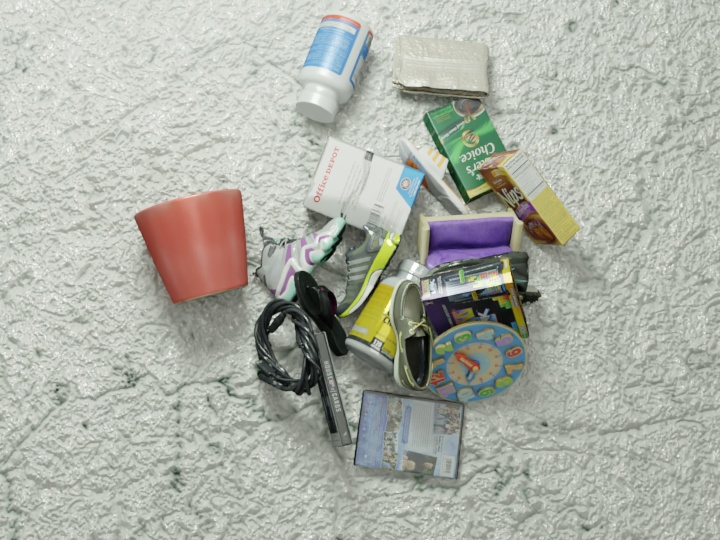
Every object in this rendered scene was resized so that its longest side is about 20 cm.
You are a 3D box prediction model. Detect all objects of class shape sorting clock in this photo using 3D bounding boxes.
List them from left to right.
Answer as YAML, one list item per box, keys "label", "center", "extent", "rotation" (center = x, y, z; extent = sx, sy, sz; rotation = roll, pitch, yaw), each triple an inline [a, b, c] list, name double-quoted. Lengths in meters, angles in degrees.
- label: "shape sorting clock"
  center: [0.212, 0.174, 1.608]
  extent: [0.199, 0.201, 0.039]
  rotation: [4, 38, -6]

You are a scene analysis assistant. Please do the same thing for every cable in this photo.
- label: "cable"
  center: [-0.125, 0.139, 1.558]
  extent: [0.051, 0.200, 0.164]
  rotation: [5, 96, -38]

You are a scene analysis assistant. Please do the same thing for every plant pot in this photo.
- label: "plant pot"
  center: [-0.295, -0.039, 1.587]
  extent: [0.200, 0.200, 0.178]
  rotation: [-15, 91, -9]

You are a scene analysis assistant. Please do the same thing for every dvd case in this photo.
- label: "dvd case"
  center: [-0.056, 0.219, 1.570]
  extent: [0.025, 0.150, 0.201]
  rotation: [-14, 80, -10]
- label: "dvd case"
  center: [0.093, 0.310, 1.638]
  extent: [0.199, 0.018, 0.143]
  rotation: [9, 77, -4]

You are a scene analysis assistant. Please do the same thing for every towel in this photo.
- label: "towel"
  center: [0.164, -0.417, 1.763]
  extent: [0.199, 0.035, 0.133]
  rotation: [4, 64, 0]

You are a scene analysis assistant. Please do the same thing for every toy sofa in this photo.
- label: "toy sofa"
  center: [0.212, -0.059, 1.669]
  extent: [0.199, 0.098, 0.083]
  rotation: [-4, 124, -8]

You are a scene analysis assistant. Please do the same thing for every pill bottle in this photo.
- label: "pill bottle"
  center: [-0.057, -0.401, 1.716]
  extent: [0.112, 0.112, 0.201]
  rotation: [21, 76, -2]
- label: "pill bottle"
  center: [0.064, 0.083, 1.632]
  extent: [0.112, 0.112, 0.200]
  rotation: [30, 77, 0]

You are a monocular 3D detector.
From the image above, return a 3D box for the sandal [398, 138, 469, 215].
- label: "sandal"
  center: [0.157, -0.189, 1.721]
  extent: [0.059, 0.079, 0.207]
  rotation: [-43, 95, -14]

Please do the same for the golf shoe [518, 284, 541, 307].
- label: "golf shoe"
  center: [0.256, 0.024, 1.687]
  extent: [0.199, 0.077, 0.088]
  rotation: [6, 66, -9]

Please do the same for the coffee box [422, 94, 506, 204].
- label: "coffee box"
  center: [0.224, -0.249, 1.752]
  extent: [0.123, 0.044, 0.201]
  rotation: [-23, 83, -12]

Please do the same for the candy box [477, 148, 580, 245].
- label: "candy box"
  center: [0.324, -0.140, 1.677]
  extent: [0.056, 0.117, 0.200]
  rotation: [-41, 103, -10]

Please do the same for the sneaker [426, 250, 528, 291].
- label: "sneaker"
  center: [0.223, 0.012, 1.607]
  extent: [0.199, 0.075, 0.080]
  rotation: [-7, 90, -9]

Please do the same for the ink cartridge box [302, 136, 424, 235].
- label: "ink cartridge box"
  center: [0.005, -0.155, 1.672]
  extent: [0.199, 0.084, 0.145]
  rotation: [22, 93, -2]

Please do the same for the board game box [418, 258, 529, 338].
- label: "board game box"
  center: [0.211, 0.070, 1.583]
  extent: [0.165, 0.200, 0.057]
  rotation: [-14, 53, 12]

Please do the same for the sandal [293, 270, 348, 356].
- label: "sandal"
  center: [-0.061, 0.072, 1.600]
  extent: [0.048, 0.201, 0.075]
  rotation: [-17, 35, 21]

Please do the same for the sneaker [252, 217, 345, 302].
- label: "sneaker"
  center: [-0.130, -0.049, 1.636]
  extent: [0.140, 0.078, 0.200]
  rotation: [39, 97, 8]

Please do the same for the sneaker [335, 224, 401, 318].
- label: "sneaker"
  center: [0.000, 0.000, 1.640]
  extent: [0.081, 0.074, 0.200]
  rotation: [32, 103, 5]

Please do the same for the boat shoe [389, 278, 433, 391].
- label: "boat shoe"
  center: [0.097, 0.116, 1.553]
  extent: [0.072, 0.060, 0.203]
  rotation: [-5, 96, -29]
